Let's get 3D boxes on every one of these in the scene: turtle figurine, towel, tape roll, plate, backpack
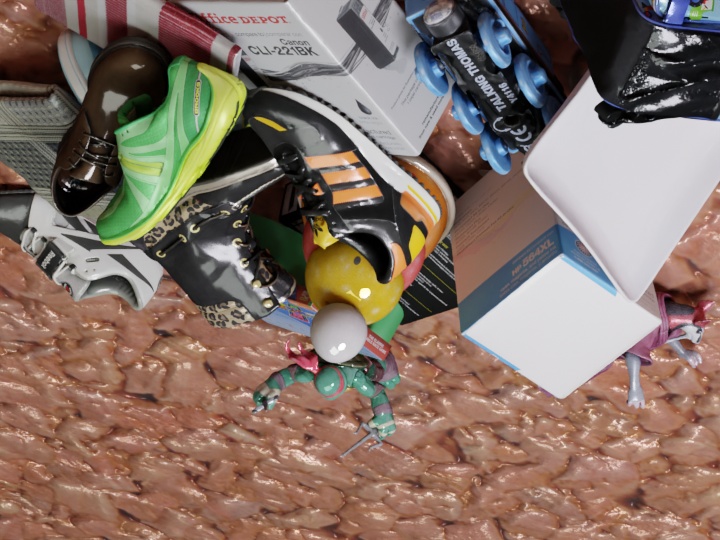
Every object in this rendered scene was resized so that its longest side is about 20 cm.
[{"bbox_3d":[-0.024,0.119,1.836,0.149,0.200,0.101,23,102,8],"label":"turtle figurine"},{"bbox_3d":[-0.187,-0.206,1.458,0.200,0.023,0.144,31,163,3],"label":"towel"},{"bbox_3d":[-0.280,-0.113,1.653,0.200,0.035,0.193,5,149,45],"label":"towel"},{"bbox_3d":[-0.054,0.014,1.722,0.200,0.048,0.200,28,168,7],"label":"tape roll"},{"bbox_3d":[0.225,-0.105,1.443,0.032,0.200,0.200,22,162,48],"label":"plate"},{"bbox_3d":[0.263,-0.191,1.298,0.199,0.183,0.135,6,131,-16],"label":"backpack"}]

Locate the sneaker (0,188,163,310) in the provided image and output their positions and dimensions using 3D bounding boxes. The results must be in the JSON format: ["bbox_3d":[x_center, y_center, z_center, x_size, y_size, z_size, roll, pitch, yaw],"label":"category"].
[{"bbox_3d":[-0.297,-0.018,1.791,0.200,0.089,0.074,19,147,-8],"label":"sneaker"}]

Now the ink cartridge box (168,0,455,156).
[{"bbox_3d":[-0.037,-0.187,1.434,0.144,0.084,0.200,8,152,44],"label":"ink cartridge box"}]

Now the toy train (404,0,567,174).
[{"bbox_3d":[0.109,-0.167,1.427,0.087,0.114,0.200,-22,136,24],"label":"toy train"}]

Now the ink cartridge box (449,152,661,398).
[{"bbox_3d":[0.168,-0.016,1.575,0.128,0.200,0.125,32,124,-28],"label":"ink cartridge box"}]

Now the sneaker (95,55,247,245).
[{"bbox_3d":[-0.167,-0.101,1.448,0.084,0.074,0.200,37,124,-4],"label":"sneaker"}]

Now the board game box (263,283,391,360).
[{"bbox_3d":[-0.065,0.036,1.675,0.103,0.019,0.200,37,167,-35],"label":"board game box"}]

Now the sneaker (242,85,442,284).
[{"bbox_3d":[-0.025,-0.069,1.451,0.200,0.090,0.070,37,158,-21],"label":"sneaker"}]

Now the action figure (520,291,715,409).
[{"bbox_3d":[0.260,0.059,1.760,0.200,0.134,0.149,-24,91,25],"label":"action figure"}]

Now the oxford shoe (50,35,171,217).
[{"bbox_3d":[-0.211,-0.115,1.491,0.073,0.085,0.200,21,135,-12],"label":"oxford shoe"}]

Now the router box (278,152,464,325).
[{"bbox_3d":[0.042,-0.033,1.698,0.149,0.051,0.200,-19,136,34],"label":"router box"}]

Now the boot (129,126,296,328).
[{"bbox_3d":[-0.107,-0.035,1.560,0.200,0.073,0.151,-24,120,25],"label":"boot"}]

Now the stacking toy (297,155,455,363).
[{"bbox_3d":[0.000,0.000,1.540,0.146,0.200,0.146,8,141,6],"label":"stacking toy"}]

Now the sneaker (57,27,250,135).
[{"bbox_3d":[-0.166,-0.160,1.567,0.130,0.080,0.200,-28,121,21],"label":"sneaker"}]
